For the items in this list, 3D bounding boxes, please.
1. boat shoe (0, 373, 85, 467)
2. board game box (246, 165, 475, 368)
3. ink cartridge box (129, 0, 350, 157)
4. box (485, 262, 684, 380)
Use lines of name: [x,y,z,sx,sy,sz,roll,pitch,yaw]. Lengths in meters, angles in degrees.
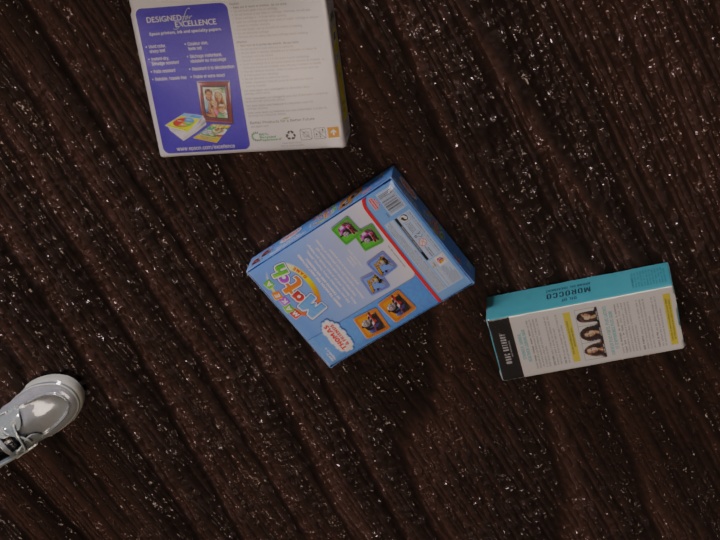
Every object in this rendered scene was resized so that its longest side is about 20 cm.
boat shoe: [-0.412,0.195,1.457,0.200,0.072,0.070,-31,113,22]
board game box: [0.000,0.000,1.310,0.199,0.037,0.152,-32,112,22]
ink cartridge box: [-0.118,-0.213,1.197,0.195,0.047,0.202,-1,119,10]
box: [0.240,0.056,1.305,0.198,0.049,0.083,-11,118,13]
